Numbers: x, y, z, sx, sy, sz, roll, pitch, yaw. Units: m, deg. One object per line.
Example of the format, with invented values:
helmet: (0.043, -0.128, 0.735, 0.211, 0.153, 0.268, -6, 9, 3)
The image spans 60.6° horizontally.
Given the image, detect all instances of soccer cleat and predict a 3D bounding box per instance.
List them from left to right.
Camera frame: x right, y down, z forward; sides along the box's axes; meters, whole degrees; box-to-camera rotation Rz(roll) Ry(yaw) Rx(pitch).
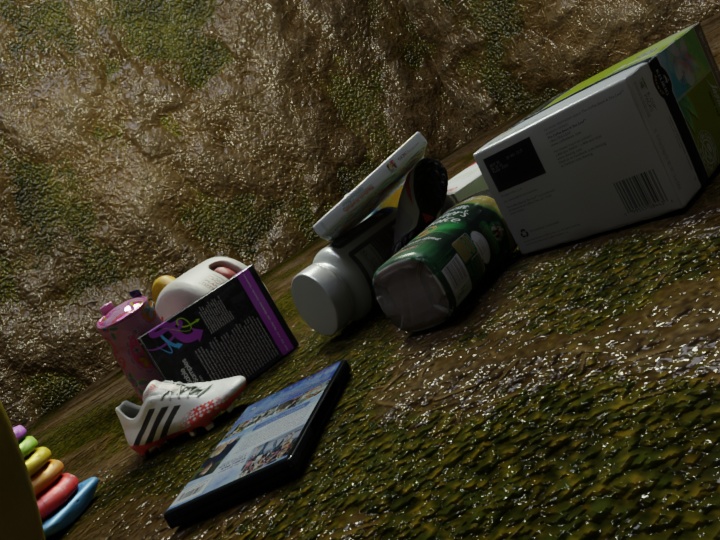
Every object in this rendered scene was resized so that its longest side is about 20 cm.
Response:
soccer cleat: (-0.240, 0.176, 0.815, 0.197, 0.087, 0.069, -28, 8, 19)
soccer cleat: (0.073, -0.049, 0.835, 0.073, 0.066, 0.205, 141, 142, -69)

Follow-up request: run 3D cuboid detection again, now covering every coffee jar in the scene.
coffee jar: (0.107, -0.018, 0.707, 0.103, 0.087, 0.199, -25, 9, 46)

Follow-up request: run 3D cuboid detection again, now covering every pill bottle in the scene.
pill bottle: (0.000, 0.000, 0.895, 0.199, 0.116, 0.113, -36, 10, -35)

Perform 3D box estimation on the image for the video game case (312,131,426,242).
video game case: (0.018, -0.108, 0.871, 0.181, 0.023, 0.200, -42, -3, 3)

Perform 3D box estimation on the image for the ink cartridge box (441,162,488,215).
ink cartridge box: (0.183, -0.112, 0.949, 0.198, 0.085, 0.144, -34, 10, -26)

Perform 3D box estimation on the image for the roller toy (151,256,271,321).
roller toy: (-0.247, 0.082, 1.033, 0.179, 0.204, 0.140, -17, 14, 34)

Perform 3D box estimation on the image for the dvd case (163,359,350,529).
dvd case: (-0.090, 0.160, 0.603, 0.140, 0.018, 0.200, -28, 8, 18)

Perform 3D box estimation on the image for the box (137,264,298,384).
box: (-0.206, 0.105, 0.911, 0.198, 0.145, 0.036, -34, 8, -28)

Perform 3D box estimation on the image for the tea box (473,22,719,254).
tea box: (0.268, -0.139, 0.672, 0.196, 0.136, 0.198, -37, 10, -34)

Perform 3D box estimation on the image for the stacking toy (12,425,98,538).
stacking toy: (-0.431, 0.234, 0.754, 0.108, 0.203, 0.116, -27, 9, 13)

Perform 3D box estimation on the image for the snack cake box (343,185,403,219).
snack cake box: (0.081, -0.104, 1.066, 0.195, 0.069, 0.114, 1, -8, -26)

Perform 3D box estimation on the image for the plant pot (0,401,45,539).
plant pot: (-0.432, 0.274, 0.603, 0.197, 0.179, 0.200, -24, 9, 36)

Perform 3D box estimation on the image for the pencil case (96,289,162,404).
pencil case: (-0.321, 0.137, 0.935, 0.085, 0.204, 0.088, -18, 23, 8)
